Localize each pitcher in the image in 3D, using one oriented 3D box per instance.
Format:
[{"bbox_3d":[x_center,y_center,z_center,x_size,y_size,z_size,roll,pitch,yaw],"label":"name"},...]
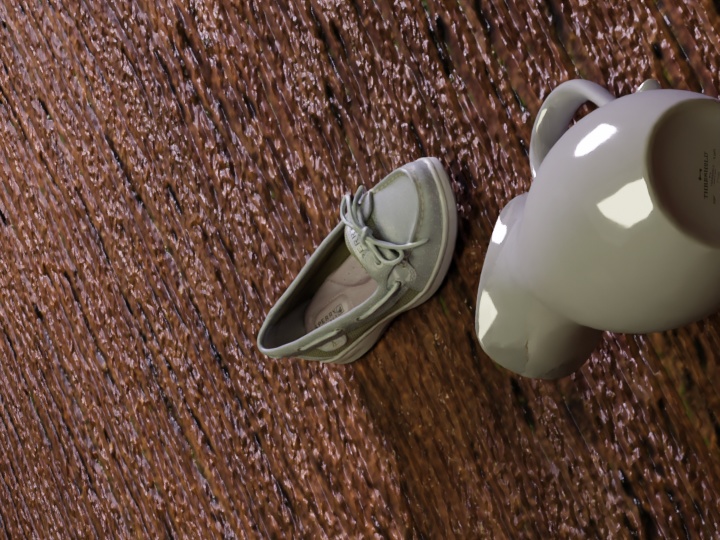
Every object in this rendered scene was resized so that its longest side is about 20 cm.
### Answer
[{"bbox_3d":[0.139,-0.044,1.082,0.200,0.121,0.172,143,132,-63],"label":"pitcher"}]

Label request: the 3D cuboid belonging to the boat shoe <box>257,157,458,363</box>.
[{"bbox_3d":[-0.001,-0.001,1.320,0.202,0.065,0.075,-48,56,47],"label":"boat shoe"}]
